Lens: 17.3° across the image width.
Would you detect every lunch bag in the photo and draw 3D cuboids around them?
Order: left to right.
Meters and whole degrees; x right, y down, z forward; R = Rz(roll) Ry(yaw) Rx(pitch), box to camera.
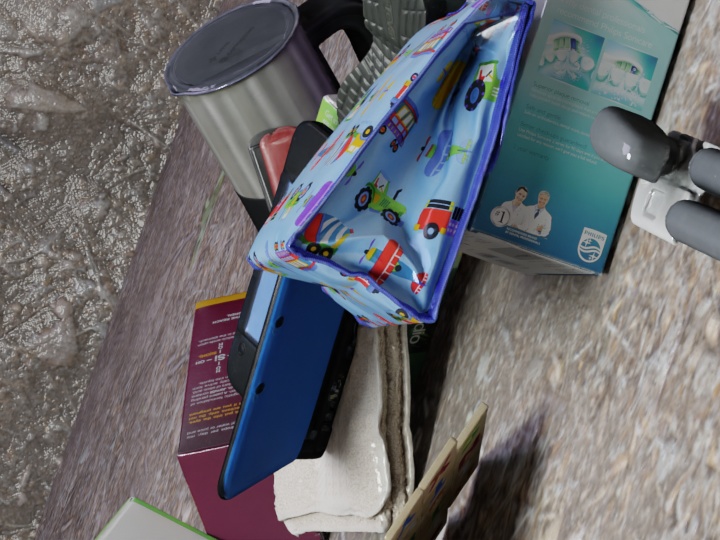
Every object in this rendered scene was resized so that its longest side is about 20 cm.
[{"bbox_3d":[0.027,-0.076,1.329,0.201,0.094,0.151,-64,9,-7],"label":"lunch bag"}]

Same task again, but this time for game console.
[{"bbox_3d":[-0.059,0.020,1.515,0.171,0.118,0.201,40,119,48],"label":"game console"}]

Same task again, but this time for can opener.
[{"bbox_3d":[0.157,-0.035,1.125,0.200,0.066,0.053,-139,70,-72],"label":"can opener"}]

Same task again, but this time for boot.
[{"bbox_3d":[0.057,-0.152,1.501,0.131,0.068,0.200,-39,-22,-32],"label":"boot"}]

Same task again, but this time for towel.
[{"bbox_3d":[-0.017,0.076,1.582,0.132,0.034,0.201,-10,81,53],"label":"towel"}]

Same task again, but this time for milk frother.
[{"bbox_3d":[-0.072,-0.124,1.881,0.200,0.188,0.181,5,45,43],"label":"milk frother"}]

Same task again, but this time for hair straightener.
[{"bbox_3d":[-0.038,-0.012,1.774,0.201,0.041,0.077,68,164,-11],"label":"hair straightener"}]

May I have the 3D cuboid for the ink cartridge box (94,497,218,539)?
[{"bbox_3d":[-0.149,0.290,1.740,0.200,0.145,0.084,-67,-7,30],"label":"ink cartridge box"}]

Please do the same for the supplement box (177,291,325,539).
[{"bbox_3d":[-0.078,0.113,1.792,0.200,0.085,0.111,-89,-15,-57],"label":"supplement box"}]

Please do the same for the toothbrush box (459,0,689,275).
[{"bbox_3d":[0.111,-0.103,1.373,0.146,0.085,0.201,177,111,-77],"label":"toothbrush box"}]

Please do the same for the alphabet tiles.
[{"bbox_3d":[0.023,0.160,1.341,0.167,0.006,0.200,-56,-10,-16],"label":"alphabet tiles"}]

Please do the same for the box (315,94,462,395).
[{"bbox_3d":[0.000,0.000,1.622,0.144,0.036,0.201,45,130,38],"label":"box"}]
